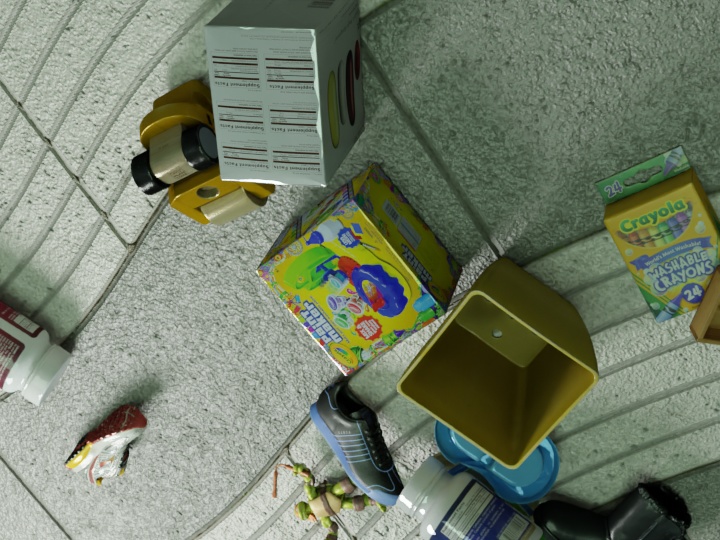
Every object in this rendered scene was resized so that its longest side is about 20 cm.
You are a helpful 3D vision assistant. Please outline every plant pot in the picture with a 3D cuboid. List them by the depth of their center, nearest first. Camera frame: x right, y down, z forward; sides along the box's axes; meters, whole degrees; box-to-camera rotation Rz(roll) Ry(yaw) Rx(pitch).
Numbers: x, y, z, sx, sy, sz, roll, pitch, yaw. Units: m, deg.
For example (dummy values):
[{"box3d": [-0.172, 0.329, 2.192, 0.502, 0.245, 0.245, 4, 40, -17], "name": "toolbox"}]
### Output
[{"box3d": [0.194, 0.103, 1.638, 0.199, 0.177, 0.201, 34, 122, -5], "name": "plant pot"}]

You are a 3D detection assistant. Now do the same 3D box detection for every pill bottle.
[{"box3d": [0.156, 0.368, 1.776, 0.199, 0.119, 0.121, 36, 124, 14], "name": "pill bottle"}, {"box3d": [-0.564, 0.119, 1.914, 0.199, 0.115, 0.115, 34, 122, -3], "name": "pill bottle"}]

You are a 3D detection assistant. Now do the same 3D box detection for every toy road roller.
[{"box3d": [-0.217, -0.166, 1.665, 0.122, 0.148, 0.199, -21, 148, 25], "name": "toy road roller"}]

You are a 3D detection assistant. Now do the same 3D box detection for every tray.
[{"box3d": [0.533, 0.055, 1.555, 0.197, 0.037, 0.100, 8, 122, -13], "name": "tray"}]

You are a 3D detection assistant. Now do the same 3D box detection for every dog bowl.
[{"box3d": [0.197, 0.254, 1.775, 0.199, 0.050, 0.112, 35, 93, -5], "name": "dog bowl"}]

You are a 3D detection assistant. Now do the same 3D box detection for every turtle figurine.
[{"box3d": [-0.041, 0.374, 1.927, 0.159, 0.064, 0.202, -19, 103, 17], "name": "turtle figurine"}]

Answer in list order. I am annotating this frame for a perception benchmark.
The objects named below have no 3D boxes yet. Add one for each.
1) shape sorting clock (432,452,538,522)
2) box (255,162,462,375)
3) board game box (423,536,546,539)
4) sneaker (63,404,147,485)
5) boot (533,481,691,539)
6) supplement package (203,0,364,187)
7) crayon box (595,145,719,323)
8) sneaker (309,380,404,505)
[{"box3d": [0.175, 0.352, 1.863, 0.197, 0.039, 0.203, 7, 119, 14], "name": "shape sorting clock"}, {"box3d": [0.000, 0.000, 1.673, 0.192, 0.122, 0.200, -34, 105, 30], "name": "box"}, {"box3d": [0.194, 0.465, 1.883, 0.196, 0.041, 0.155, 2, 130, 3], "name": "board game box"}, {"box3d": [-0.403, 0.288, 1.990, 0.082, 0.078, 0.199, 42, 131, -13], "name": "sneaker"}, {"box3d": [0.377, 0.368, 1.792, 0.197, 0.074, 0.163, 33, 125, -12], "name": "boot"}, {"box3d": [-0.088, -0.239, 1.524, 0.145, 0.192, 0.203, 5, 121, 15], "name": "supplement package"}, {"box3d": [0.400, -0.043, 1.569, 0.124, 0.052, 0.201, -23, 109, 26], "name": "crayon box"}, {"box3d": [0.006, 0.258, 1.822, 0.201, 0.070, 0.078, 49, 126, 8], "name": "sneaker"}]
